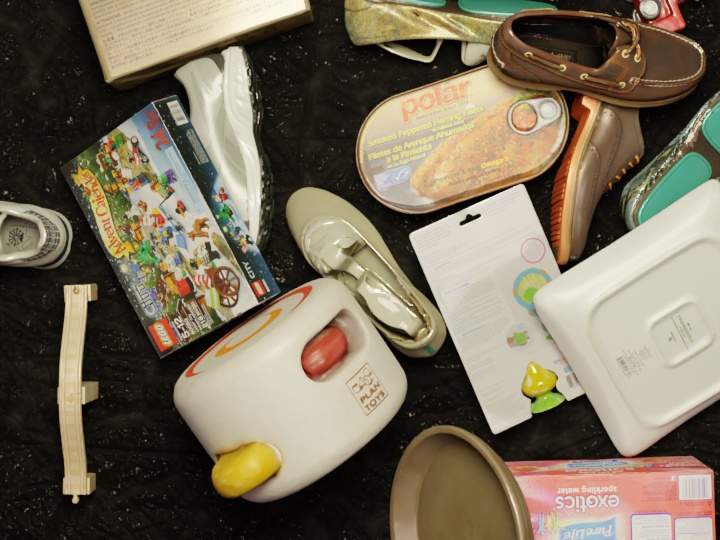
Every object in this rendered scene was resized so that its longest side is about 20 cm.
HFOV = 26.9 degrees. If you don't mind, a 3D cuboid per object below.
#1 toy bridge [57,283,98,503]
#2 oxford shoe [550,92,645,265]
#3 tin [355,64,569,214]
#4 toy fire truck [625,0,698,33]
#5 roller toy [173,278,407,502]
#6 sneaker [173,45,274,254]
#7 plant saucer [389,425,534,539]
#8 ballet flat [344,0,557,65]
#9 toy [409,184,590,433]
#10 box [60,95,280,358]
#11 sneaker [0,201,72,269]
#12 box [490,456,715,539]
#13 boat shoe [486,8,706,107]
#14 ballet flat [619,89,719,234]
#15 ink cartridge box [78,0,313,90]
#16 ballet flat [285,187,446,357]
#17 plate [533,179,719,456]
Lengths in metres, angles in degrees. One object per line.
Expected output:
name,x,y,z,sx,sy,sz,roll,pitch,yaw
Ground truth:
toy bridge,-0.261,0.113,1.383,0.027,0.067,0.202,0,90,1
oxford shoe,0.221,-0.099,1.371,0.072,0.071,0.202,14,90,-3
tin,0.093,-0.123,1.384,0.198,0.042,0.113,-17,94,5
toy fire truck,0.309,-0.278,1.377,0.140,0.049,0.201,-24,89,1
roller toy,-0.057,0.109,1.314,0.182,0.200,0.140,-34,98,4
sneaker,-0.123,-0.100,1.373,0.079,0.074,0.202,-8,93,4
plant saucer,0.091,0.237,1.332,0.029,0.200,0.202,-3,91,-33
ballet flat,0.083,-0.221,1.380,0.198,0.071,0.071,7,91,0
toy,0.133,0.035,1.385,0.114,0.047,0.201,-24,94,-2
box,-0.174,-0.037,1.360,0.136,0.038,0.201,-28,90,35
sneaker,-0.368,-0.038,1.378,0.198,0.081,0.077,0,92,3
box,0.215,0.227,1.361,0.198,0.095,0.104,-3,91,1
boat shoe,0.213,-0.189,1.317,0.198,0.070,0.071,1,69,-9
ballet flat,0.310,-0.110,1.369,0.200,0.074,0.074,-42,90,-2
ink cartridge box,-0.161,-0.276,1.373,0.199,0.075,0.166,-19,89,2
ballet flat,0.000,0.000,1.361,0.200,0.069,0.069,44,91,10
plate,0.283,0.052,1.355,0.199,0.032,0.200,-32,112,2
